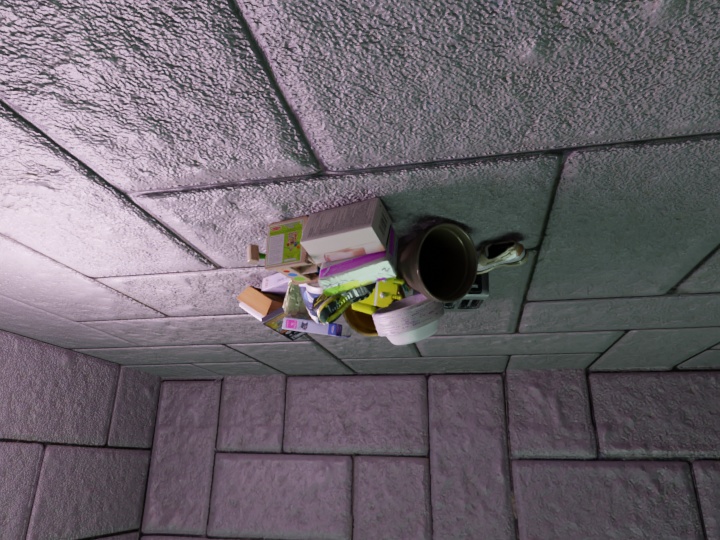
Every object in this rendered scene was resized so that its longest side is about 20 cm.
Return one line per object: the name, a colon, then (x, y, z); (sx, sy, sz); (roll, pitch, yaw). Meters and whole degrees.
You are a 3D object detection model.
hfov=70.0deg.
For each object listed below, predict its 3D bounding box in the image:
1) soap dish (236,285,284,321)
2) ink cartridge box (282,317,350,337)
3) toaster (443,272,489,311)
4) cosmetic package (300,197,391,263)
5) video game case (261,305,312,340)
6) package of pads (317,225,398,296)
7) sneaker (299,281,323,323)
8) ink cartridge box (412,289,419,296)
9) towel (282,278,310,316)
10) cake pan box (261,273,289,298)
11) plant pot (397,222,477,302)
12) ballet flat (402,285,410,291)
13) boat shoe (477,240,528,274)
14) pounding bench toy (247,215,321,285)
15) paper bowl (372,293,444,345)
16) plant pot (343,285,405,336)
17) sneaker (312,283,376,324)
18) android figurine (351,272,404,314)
soap dish: (-0.305, 0.124, 1.778); (0.156, 0.083, 0.199); (26, -177, 34)
ink cartridge box: (-0.130, 0.176, 1.585); (0.196, 0.043, 0.119); (9, 173, 7)
toaster: (0.296, 0.050, 1.604); (0.177, 0.121, 0.201); (1, 160, 2)
cosmetic package: (-0.033, -0.093, 1.242); (0.196, 0.105, 0.088); (-8, 137, 28)
video game case: (-0.194, 0.153, 1.692); (0.198, 0.026, 0.181); (-29, 145, 14)
package of pads: (-0.004, -0.031, 1.283); (0.197, 0.156, 0.069); (-16, 128, 20)
sneaker: (-0.105, 0.087, 1.458); (0.080, 0.149, 0.199); (-28, -162, -23)
ink cartridge box: (0.205, 0.101, 1.739); (0.041, 0.122, 0.200); (-4, 158, 9)
towel: (-0.150, 0.046, 1.558); (0.145, 0.204, 0.037); (9, -162, -16)
cake pan box: (-0.203, 0.051, 1.729); (0.198, 0.053, 0.182); (-18, 154, 41)
plant pot: (0.184, -0.019, 1.371); (0.197, 0.204, 0.173); (12, 174, -27)
ballet flat: (0.143, 0.014, 1.602); (0.062, 0.069, 0.200); (-33, 156, 4)
boat shoe: (0.364, -0.044, 1.436); (0.198, 0.076, 0.068); (-15, 135, 40)
pounding bench toy: (-0.186, -0.040, 1.380); (0.196, 0.127, 0.156); (-9, 158, 25)
paper bowl: (0.138, 0.138, 1.433); (0.197, 0.106, 0.201); (-18, -177, 1)
plant pot: (0.058, 0.098, 1.649); (0.197, 0.205, 0.189); (-6, 180, 17)
sneaker: (-0.045, 0.051, 1.327); (0.084, 0.199, 0.075); (28, 145, 48)
android figurine: (0.024, 0.031, 1.400); (0.196, 0.186, 0.041); (14, -155, 15)
